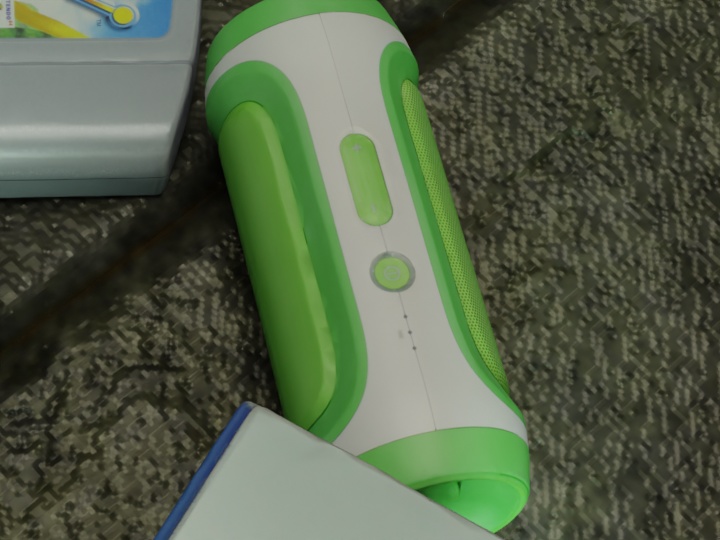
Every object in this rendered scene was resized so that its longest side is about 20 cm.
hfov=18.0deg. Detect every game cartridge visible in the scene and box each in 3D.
[{"bbox_3d":[-0.129,-0.121,0.901,0.132,0.041,0.201,0,61,-13],"label":"game cartridge"}]

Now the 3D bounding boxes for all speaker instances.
[{"bbox_3d":[0.000,0.000,0.822,0.088,0.089,0.201,-9,63,-13],"label":"speaker"}]

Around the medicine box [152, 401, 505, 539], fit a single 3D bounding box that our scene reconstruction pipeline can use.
[{"bbox_3d":[-0.044,0.169,0.652,0.102,0.200,0.183,29,60,6],"label":"medicine box"}]
